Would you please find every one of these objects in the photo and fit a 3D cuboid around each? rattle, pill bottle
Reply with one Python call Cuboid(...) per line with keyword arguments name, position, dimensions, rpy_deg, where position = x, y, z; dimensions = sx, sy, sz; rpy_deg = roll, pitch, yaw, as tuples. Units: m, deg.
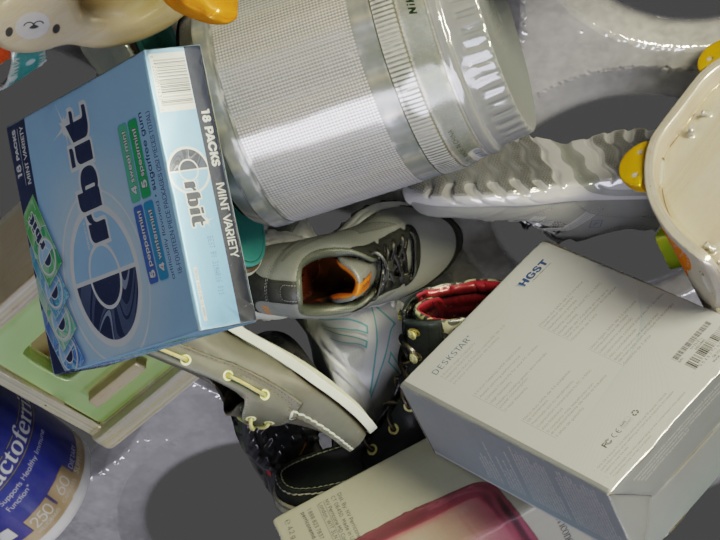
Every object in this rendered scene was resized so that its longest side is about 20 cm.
Cuboid(name="rattle", position=(-0.162, -0.134, 1.242), dimensions=(0.200, 0.143, 0.130), rpy_deg=(-34, 156, 13))
Cuboid(name="pill bottle", position=(-0.307, 0.124, 1.581), dimensions=(0.116, 0.116, 0.200), rpy_deg=(-30, 129, 24))

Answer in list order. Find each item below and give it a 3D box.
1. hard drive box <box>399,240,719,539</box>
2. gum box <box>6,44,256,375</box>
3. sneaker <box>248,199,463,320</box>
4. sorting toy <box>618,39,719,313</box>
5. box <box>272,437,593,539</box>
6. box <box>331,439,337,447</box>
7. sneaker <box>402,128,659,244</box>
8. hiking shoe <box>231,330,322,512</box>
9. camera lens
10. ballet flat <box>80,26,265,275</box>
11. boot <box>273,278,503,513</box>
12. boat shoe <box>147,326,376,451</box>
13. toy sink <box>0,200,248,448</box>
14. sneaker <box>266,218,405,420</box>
Cuboid(name="hard drive box", position=(0.153, 0.082, 1.404), dimensions=(0.156, 0.200, 0.077), rpy_deg=(-44, 132, -19))
Cuboid(name="gum box", position=(-0.148, -0.033, 1.314), dimensions=(0.044, 0.171, 0.200), rpy_deg=(-9, 176, -34))
Cuboid(name="sneaker", position=(0.000, 0.000, 1.454), dimensions=(0.200, 0.079, 0.074), rpy_deg=(-14, 109, -40))
Cuboid(name="sorting toy", position=(0.267, -0.044, 1.433), dimensions=(0.107, 0.200, 0.180), rpy_deg=(25, 157, 36))
Cuboid(name="box", position=(0.060, 0.203, 1.488), dimensions=(0.200, 0.109, 0.128), rpy_deg=(-28, 130, -1))
Cuboid(name="box", position=(0.060, 0.210, 1.625), dimensions=(0.158, 0.201, 0.046), rpy_deg=(-4, 144, 1))
Cuboid(name="sneaker", position=(0.128, -0.047, 1.466), dimensions=(0.199, 0.075, 0.082), rpy_deg=(0, 133, -4))
Cuboid(name="hiking shoe", position=(-0.073, 0.101, 1.575), dimensions=(0.076, 0.101, 0.200), rpy_deg=(-29, 144, -17))
Cuboid(name="camera lens", position=(-0.006, -0.125, 1.324), dimensions=(0.199, 0.160, 0.160), rpy_deg=(-17, 133, 13))
Cuboid(name="ballet flat", position=(-0.126, -0.084, 1.386), dimensions=(0.069, 0.069, 0.201), rpy_deg=(-22, 97, 18))
Cuboid(name="boot", position=(0.028, 0.093, 1.520), dimensions=(0.203, 0.074, 0.154), rpy_deg=(-13, 122, -9))
Cuboid(name="boat shoe", position=(-0.079, 0.072, 1.435), dimensions=(0.201, 0.072, 0.060), rpy_deg=(35, 82, -21))
Cuboid(name="toy sink", position=(-0.175, 0.039, 1.507), dimensions=(0.200, 0.112, 0.130), rpy_deg=(34, 124, -30))
Cuboid(name="sneaker", position=(-0.011, 0.027, 1.547), dimensions=(0.080, 0.070, 0.201), rpy_deg=(-30, 129, -6))
